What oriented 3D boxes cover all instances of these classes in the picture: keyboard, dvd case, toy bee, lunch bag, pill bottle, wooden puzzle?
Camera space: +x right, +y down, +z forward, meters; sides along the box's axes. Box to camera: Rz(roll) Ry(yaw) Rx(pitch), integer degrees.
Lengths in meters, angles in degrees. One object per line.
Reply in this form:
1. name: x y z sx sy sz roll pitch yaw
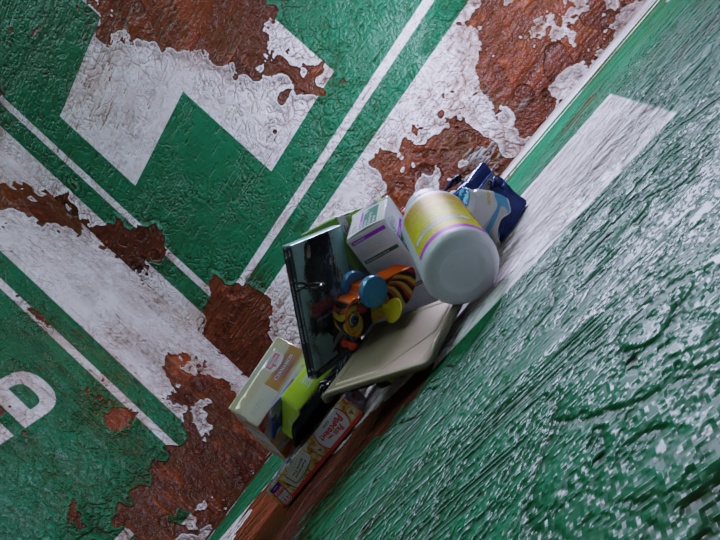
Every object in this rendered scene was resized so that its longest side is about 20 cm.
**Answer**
1. keyboard: -0.043 0.209 0.972 0.201 0.039 0.105 -51 -24 -31
2. dvd case: -0.054 0.044 0.891 0.022 0.205 0.145 -2 14 30
3. toy bee: -0.003 0.056 0.862 0.131 0.195 0.112 -146 52 -71
4. lunch bag: 0.193 -0.094 1.036 0.136 0.132 0.201 -47 -4 -46
5. pill bottle: 0.115 -0.046 0.802 0.105 0.103 0.201 -50 24 18
6. wooden puzzle: 0.056 0.104 0.792 0.198 0.038 0.185 -30 10 33

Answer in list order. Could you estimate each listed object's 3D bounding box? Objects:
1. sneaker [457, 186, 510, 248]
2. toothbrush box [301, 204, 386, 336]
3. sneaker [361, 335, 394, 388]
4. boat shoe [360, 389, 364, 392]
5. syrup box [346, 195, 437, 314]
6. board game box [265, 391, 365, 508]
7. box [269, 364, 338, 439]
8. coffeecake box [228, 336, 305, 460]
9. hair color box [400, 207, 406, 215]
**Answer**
1. sneaker: 0.181 -0.037 0.932 0.078 0.079 0.203 -89 7 -47
2. toothbrush box: 0.000 0.000 1.022 0.085 0.204 0.145 -21 2 32
3. sneaker: 0.053 0.132 0.944 0.082 0.072 0.200 -39 9 5
4. boat shoe: -0.020 0.212 1.171 0.201 0.072 0.068 -62 -23 -56
5. syrup box: 0.065 -0.015 0.966 0.080 0.201 0.079 -25 27 23
6. board game box: -0.072 0.297 1.004 0.201 0.046 0.151 -51 -3 1
7. box: -0.079 0.207 1.014 0.200 0.047 0.123 -48 -22 -36
8. coffeecake box: -0.143 0.246 1.077 0.155 0.072 0.202 -56 -28 -25
9. hair color box: 0.084 -0.038 1.203 0.203 0.063 0.111 -64 -9 27
